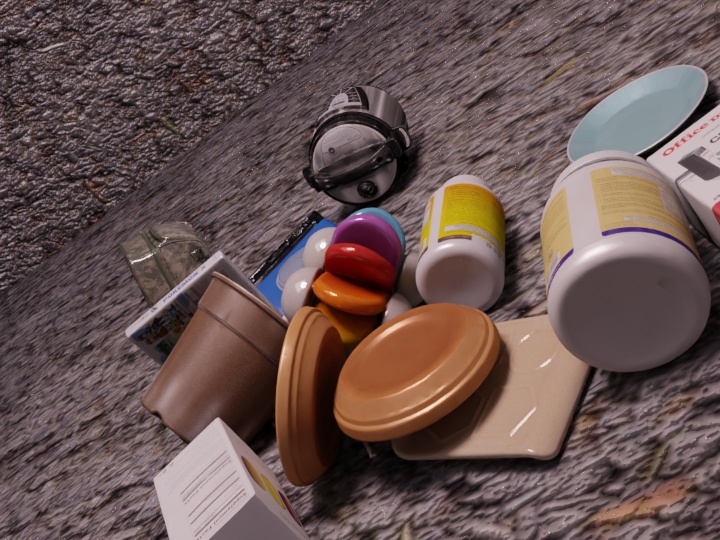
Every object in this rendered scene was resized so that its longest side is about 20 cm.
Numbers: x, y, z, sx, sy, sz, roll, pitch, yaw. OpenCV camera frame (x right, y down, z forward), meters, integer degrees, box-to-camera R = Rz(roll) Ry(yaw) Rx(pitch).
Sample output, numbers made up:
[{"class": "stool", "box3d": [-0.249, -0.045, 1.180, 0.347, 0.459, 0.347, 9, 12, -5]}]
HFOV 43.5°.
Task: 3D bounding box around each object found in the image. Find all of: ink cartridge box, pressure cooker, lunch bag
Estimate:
[{"class": "ink cartridge box", "box3d": [0.390, -0.093, 0.875, 0.144, 0.084, 0.201, -37, 22, 9]}, {"class": "pressure cooker", "box3d": [-0.001, -0.215, 1.591, 0.201, 0.176, 0.177, -78, 9, -55]}, {"class": "lunch bag", "box3d": [-0.416, -0.027, 1.954, 0.166, 0.141, 0.200, -27, 21, -13]}]

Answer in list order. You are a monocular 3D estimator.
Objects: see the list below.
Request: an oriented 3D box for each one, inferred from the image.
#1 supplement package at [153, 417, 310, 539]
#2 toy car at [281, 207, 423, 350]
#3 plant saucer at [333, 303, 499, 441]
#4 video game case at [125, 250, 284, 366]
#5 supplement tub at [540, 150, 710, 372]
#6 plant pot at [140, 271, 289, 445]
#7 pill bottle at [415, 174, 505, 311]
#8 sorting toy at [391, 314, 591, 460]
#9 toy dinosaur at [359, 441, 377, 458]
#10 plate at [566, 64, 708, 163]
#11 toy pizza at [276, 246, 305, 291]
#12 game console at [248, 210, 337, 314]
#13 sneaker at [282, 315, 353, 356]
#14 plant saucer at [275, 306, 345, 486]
[{"class": "supplement package", "box3d": [-0.145, 0.274, 1.010, 0.109, 0.114, 0.200, -43, 24, -5]}, {"class": "toy car", "box3d": [0.000, 0.000, 1.162, 0.172, 0.151, 0.201, 16, 43, 8]}, {"class": "plant saucer", "box3d": [0.052, 0.099, 0.968, 0.198, 0.038, 0.201, -28, 22, 12]}, {"class": "video game case", "box3d": [-0.219, 0.090, 1.348, 0.182, 0.200, 0.022, -39, 41, 1]}, {"class": "supplement tub", "box3d": [0.249, -0.016, 0.878, 0.144, 0.146, 0.201, -29, 25, 25]}, {"class": "plant pot", "box3d": [-0.179, 0.143, 1.224, 0.199, 0.200, 0.200, -54, 25, -10]}, {"class": "pill bottle", "box3d": [0.131, -0.040, 1.151, 0.108, 0.110, 0.201, -28, 26, 26]}, {"class": "sorting toy", "box3d": [0.145, 0.123, 0.940, 0.198, 0.037, 0.186, -9, 38, 44]}, {"class": "toy dinosaur", "box3d": [0.028, 0.152, 1.024, 0.088, 0.047, 0.200, -44, 6, 42]}, {"class": "plate", "box3d": [0.362, -0.194, 1.177, 0.199, 0.026, 0.201, -33, 24, 16]}, {"class": "toy pizza", "box3d": [-0.037, -0.011, 1.409, 0.197, 0.032, 0.201, -20, 23, 9]}, {"class": "game console", "box3d": [-0.104, 0.011, 1.541, 0.200, 0.118, 0.171, -46, -7, -16]}, {"class": "sneaker", "box3d": [-0.046, 0.067, 1.286, 0.080, 0.071, 0.199, -44, 22, -17]}, {"class": "plant saucer", "box3d": [-0.050, 0.143, 1.028, 0.037, 0.203, 0.201, 1, 36, 12]}]
